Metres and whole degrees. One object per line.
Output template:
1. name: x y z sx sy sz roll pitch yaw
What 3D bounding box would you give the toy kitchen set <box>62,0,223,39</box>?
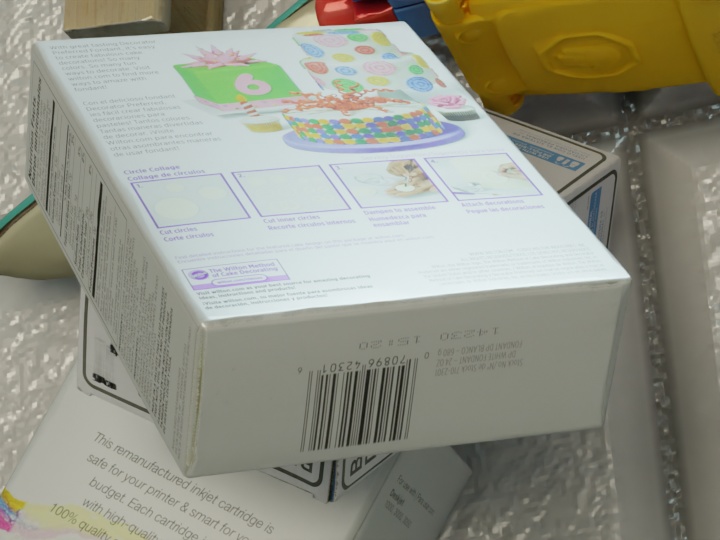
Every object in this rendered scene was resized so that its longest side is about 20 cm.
1. toy kitchen set: -0.043 -0.200 1.063 0.179 0.163 0.202 -6 68 18

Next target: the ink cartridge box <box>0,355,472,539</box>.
1. ink cartridge box: -0.068 0.123 0.990 0.144 0.085 0.201 24 81 26

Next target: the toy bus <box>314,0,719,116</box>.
1. toy bus: 0.067 -0.163 1.021 0.191 0.136 0.202 -10 65 16

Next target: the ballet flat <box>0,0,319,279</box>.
1. ballet flat: -0.064 -0.042 1.068 0.199 0.069 0.070 -37 62 3

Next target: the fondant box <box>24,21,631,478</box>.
1. fondant box: -0.018 -0.015 0.858 0.143 0.059 0.200 -5 32 -21

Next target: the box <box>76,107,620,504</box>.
1. box: 0.000 0.000 0.956 0.116 0.200 0.061 22 123 27
